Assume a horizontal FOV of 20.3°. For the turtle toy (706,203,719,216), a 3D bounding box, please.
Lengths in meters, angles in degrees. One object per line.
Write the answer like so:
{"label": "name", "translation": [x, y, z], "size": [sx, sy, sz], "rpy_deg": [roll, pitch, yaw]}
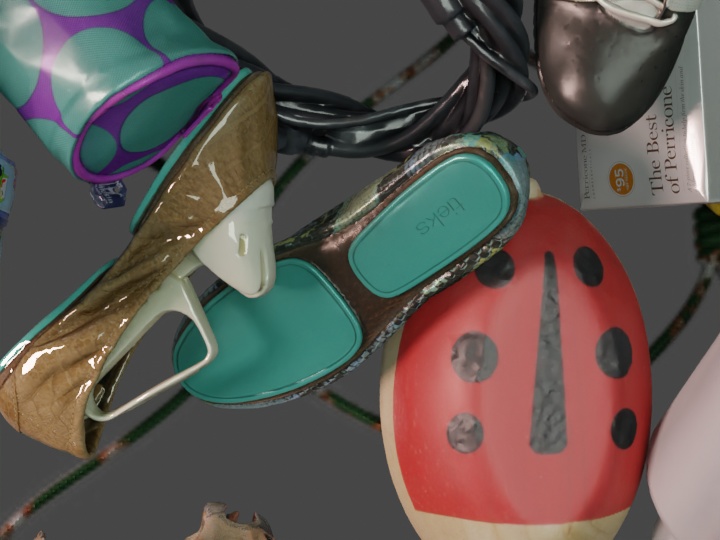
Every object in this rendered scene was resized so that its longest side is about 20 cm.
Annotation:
{"label": "turtle toy", "translation": [0.270, -0.050, 0.975], "size": [0.199, 0.101, 0.146], "rpy_deg": [38, 84, -10]}

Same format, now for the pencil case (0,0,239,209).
{"label": "pencil case", "translation": [-0.143, -0.126, 0.854], "size": [0.085, 0.092, 0.200], "rpy_deg": [-46, 72, 13]}

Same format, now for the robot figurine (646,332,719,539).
{"label": "robot figurine", "translation": [0.204, 0.071, 0.918], "size": [0.112, 0.201, 0.170], "rpy_deg": [27, 47, 2]}

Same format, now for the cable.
{"label": "cable", "translation": [-0.010, -0.119, 0.901], "size": [0.198, 0.051, 0.164], "rpy_deg": [17, 127, -7]}

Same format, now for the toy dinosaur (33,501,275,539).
{"label": "toy dinosaur", "translation": [-0.119, 0.193, 0.913], "size": [0.135, 0.086, 0.201], "rpy_deg": [28, 91, -17]}

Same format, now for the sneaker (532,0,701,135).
{"label": "sneaker", "translation": [0.127, -0.157, 0.865], "size": [0.073, 0.089, 0.202], "rpy_deg": [18, 93, -2]}

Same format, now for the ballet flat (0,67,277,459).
{"label": "ballet flat", "translation": [-0.084, 0.006, 0.899], "size": [0.072, 0.068, 0.200], "rpy_deg": [42, 99, 7]}

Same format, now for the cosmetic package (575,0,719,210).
{"label": "cosmetic package", "translation": [0.141, -0.131, 0.952], "size": [0.050, 0.082, 0.202], "rpy_deg": [-5, 92, -40]}

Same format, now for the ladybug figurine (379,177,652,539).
{"label": "ladybug figurine", "translation": [0.078, 0.057, 0.953], "size": [0.134, 0.072, 0.202], "rpy_deg": [-4, 91, -11]}

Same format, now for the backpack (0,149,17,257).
{"label": "backpack", "translation": [-0.226, -0.058, 0.831], "size": [0.199, 0.183, 0.135], "rpy_deg": [27, 83, -6]}

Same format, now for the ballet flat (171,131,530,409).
{"label": "ballet flat", "translation": [0.000, 0.000, 0.930], "size": [0.199, 0.074, 0.075], "rpy_deg": [-30, 98, 24]}
